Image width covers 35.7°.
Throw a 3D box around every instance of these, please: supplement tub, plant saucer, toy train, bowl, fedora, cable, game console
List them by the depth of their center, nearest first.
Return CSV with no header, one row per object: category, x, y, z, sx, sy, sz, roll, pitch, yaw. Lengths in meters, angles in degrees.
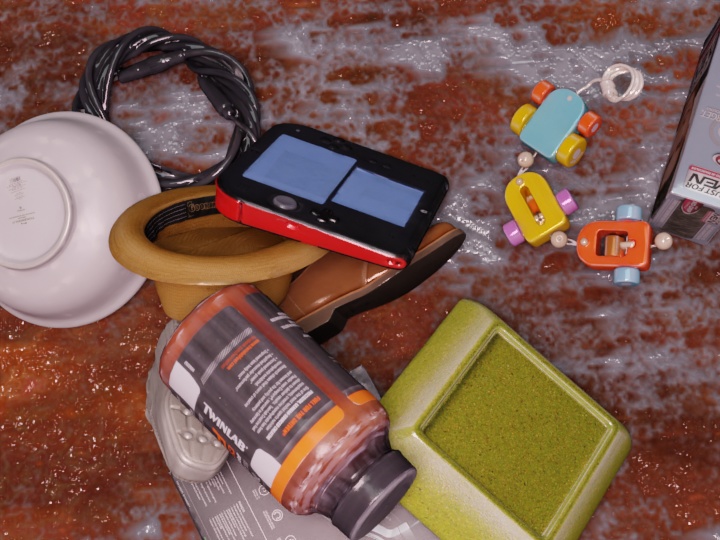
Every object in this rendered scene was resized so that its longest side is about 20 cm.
supplement tub,-0.052,0.108,0.841,0.200,0.107,0.107,42,80,20
plant saucer,0.120,0.137,0.918,0.200,0.048,0.200,41,55,2
fedora,-0.117,-0.008,0.965,0.200,0.201,0.082,6,117,5
game console,-0.021,-0.072,0.981,0.176,0.200,0.031,16,118,8
bowl,-0.284,-0.048,1.000,0.200,0.090,0.202,0,89,10
toy train,0.206,-0.079,1.012,0.150,0.056,0.201,-4,75,23
cable,-0.178,-0.147,1.075,0.199,0.051,0.164,23,72,12

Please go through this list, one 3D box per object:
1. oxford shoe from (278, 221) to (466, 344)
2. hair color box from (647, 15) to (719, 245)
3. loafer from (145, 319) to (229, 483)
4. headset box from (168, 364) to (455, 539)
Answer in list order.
oxford shoe,0.000,0.000,1.009,0.199,0.071,0.071,-27,70,-3
hair color box,0.324,-0.135,1.011,0.060,0.099,0.201,18,76,7
loafer,-0.145,0.115,0.938,0.070,0.200,0.070,22,112,-19
headset box,-0.029,0.200,0.941,0.199,0.093,0.175,-30,75,-5
